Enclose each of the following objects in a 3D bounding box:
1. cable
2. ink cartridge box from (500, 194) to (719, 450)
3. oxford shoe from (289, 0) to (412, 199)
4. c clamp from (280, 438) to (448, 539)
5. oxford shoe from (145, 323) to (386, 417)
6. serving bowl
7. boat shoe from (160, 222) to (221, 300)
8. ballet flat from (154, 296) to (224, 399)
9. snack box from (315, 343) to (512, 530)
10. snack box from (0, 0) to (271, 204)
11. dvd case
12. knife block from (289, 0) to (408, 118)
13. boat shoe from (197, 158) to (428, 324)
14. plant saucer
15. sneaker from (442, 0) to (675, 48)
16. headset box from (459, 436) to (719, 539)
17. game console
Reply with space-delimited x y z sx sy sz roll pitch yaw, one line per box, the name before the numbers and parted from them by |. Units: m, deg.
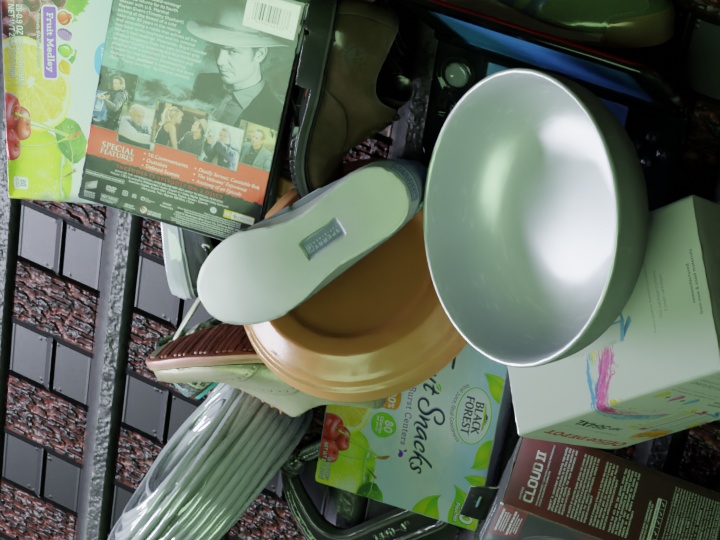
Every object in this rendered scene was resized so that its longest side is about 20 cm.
cable | -0.125 0.166 1.690 0.069 0.200 0.200 40 128 -8
ink cartridge box | 0.196 0.046 1.453 0.200 0.128 0.126 -23 66 37
oxford shoe | -0.008 -0.112 1.479 0.084 0.073 0.200 8 142 -3
c clamp | 0.001 0.157 1.721 0.200 0.027 0.171 -35 94 36
oxford shoe | -0.074 0.083 1.598 0.199 0.071 0.074 -1 113 24
serving bowl | 0.128 -0.036 1.386 0.200 0.066 0.201 2 93 54
boat shoe | -0.129 -0.068 1.659 0.066 0.070 0.201 1 112 11
ballet flat | -0.090 0.030 1.656 0.200 0.074 0.074 -39 92 21
snack box | 0.049 0.092 1.620 0.142 0.053 0.201 15 116 14
snack box | -0.170 -0.136 1.568 0.199 0.068 0.169 3 108 10
dvd case | -0.124 -0.126 1.508 0.145 0.022 0.201 16 116 6
knife block | -0.049 -0.199 1.512 0.200 0.064 0.176 32 128 -7
boat shoe | -0.030 -0.021 1.498 0.200 0.071 0.070 -30 88 29
plant saucer | 0.000 0.000 1.542 0.199 0.201 0.037 17 160 23
sneaker | 0.124 -0.219 1.423 0.200 0.067 0.090 18 127 26
headset box | 0.174 0.203 1.548 0.199 0.075 0.149 20 148 2
game console | 0.122 -0.107 1.451 0.199 0.119 0.173 21 121 21
